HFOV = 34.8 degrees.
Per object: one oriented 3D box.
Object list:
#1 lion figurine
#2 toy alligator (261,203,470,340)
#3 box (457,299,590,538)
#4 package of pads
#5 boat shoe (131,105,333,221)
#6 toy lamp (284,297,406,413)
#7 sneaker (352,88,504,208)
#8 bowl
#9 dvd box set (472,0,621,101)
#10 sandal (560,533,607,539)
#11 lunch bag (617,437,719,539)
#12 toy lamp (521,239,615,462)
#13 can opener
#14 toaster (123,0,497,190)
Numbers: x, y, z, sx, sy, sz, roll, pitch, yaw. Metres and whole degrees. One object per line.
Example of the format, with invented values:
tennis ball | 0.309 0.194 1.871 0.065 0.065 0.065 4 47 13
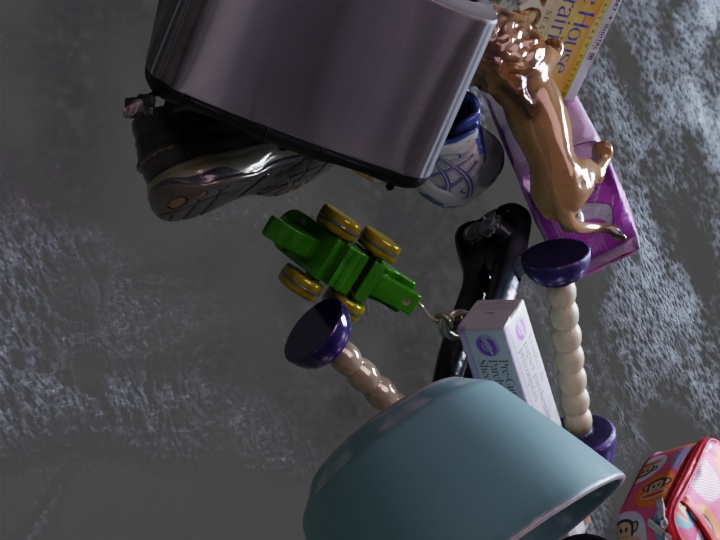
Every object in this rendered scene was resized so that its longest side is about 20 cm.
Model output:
lion figurine | 0.124 -0.098 0.793 0.201 0.072 0.122 58 25 1
toy alligator | 0.000 0.000 0.792 0.199 0.060 0.054 27 9 -40
box | 0.121 0.116 0.832 0.039 0.041 0.202 -47 126 -46
package of pads | 0.163 -0.099 0.967 0.121 0.075 0.201 58 13 -32
boat shoe | -0.066 -0.090 0.742 0.199 0.074 0.074 -21 84 -54
toy lamp | 0.034 0.102 0.768 0.200 0.058 0.059 44 41 -25
sneaker | 0.072 -0.102 0.909 0.199 0.088 0.076 1 67 -53
bowl | 0.044 0.139 0.672 0.200 0.201 0.105 -8 55 -53
dvd box set | 0.102 -0.202 0.827 0.198 0.148 0.029 4 34 -31
sandal | 0.085 0.229 0.708 0.200 0.076 0.043 -42 116 -31
lunch bag | 0.301 0.265 0.994 0.201 0.081 0.176 58 40 -6
toy lamp | 0.162 0.080 0.883 0.058 0.057 0.203 -45 128 -52
can opener | 0.099 0.024 0.890 0.079 0.063 0.201 47 39 -23
toaster | -0.030 -0.147 0.678 0.179 0.120 0.201 18 28 -15
